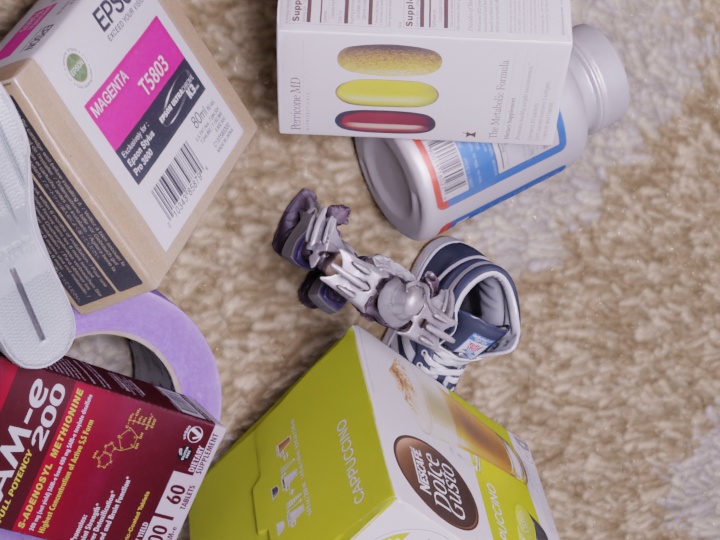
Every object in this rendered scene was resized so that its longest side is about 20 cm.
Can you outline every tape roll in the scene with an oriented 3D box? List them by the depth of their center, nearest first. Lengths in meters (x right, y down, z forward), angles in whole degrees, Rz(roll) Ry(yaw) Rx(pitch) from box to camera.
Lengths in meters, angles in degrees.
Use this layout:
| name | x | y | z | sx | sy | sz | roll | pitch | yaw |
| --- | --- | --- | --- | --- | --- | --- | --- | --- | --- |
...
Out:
| name | x | y | z | sx | sy | sz | roll | pitch | yaw |
| --- | --- | --- | --- | --- | --- | --- | --- | --- | --- |
| tape roll | -0.203 | 0.094 | 1.097 | 0.198 | 0.085 | 0.203 | -11 | 113 | -28 |

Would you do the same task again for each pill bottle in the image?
| name | x | y | z | sx | sy | sz | roll | pitch | yaw |
| --- | --- | --- | --- | --- | --- | --- | --- | --- | --- |
| pill bottle | 0.104 | -0.112 | 1.201 | 0.198 | 0.112 | 0.113 | -26 | 111 | -19 |

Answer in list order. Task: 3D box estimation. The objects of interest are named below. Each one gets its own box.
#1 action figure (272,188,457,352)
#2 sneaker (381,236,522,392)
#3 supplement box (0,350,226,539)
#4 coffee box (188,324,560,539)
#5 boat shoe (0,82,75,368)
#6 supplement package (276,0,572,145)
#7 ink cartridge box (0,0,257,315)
| name | x | y | z | sx | sy | sz | roll | pitch | yaw |
| --- | --- | --- | --- | --- | --- | --- | --- | --- | --- |
| action figure | 0.000 | 0.000 | 1.124 | 0.130 | 0.200 | 0.070 | 44 | 81 | -26 |
| sneaker | 0.061 | 0.078 | 1.221 | 0.069 | 0.108 | 0.202 | 17 | 93 | -26 |
| supplement box | -0.198 | 0.114 | 1.019 | 0.199 | 0.061 | 0.110 | 22 | 95 | -34 |
| coffee box | 0.011 | 0.205 | 1.139 | 0.197 | 0.200 | 0.200 | 36 | 110 | -27 |
| boat shoe | -0.230 | -0.035 | 0.929 | 0.073 | 0.067 | 0.202 | -23 | 115 | -28 |
| supplement package | 0.042 | -0.167 | 1.099 | 0.197 | 0.114 | 0.111 | 2 | 56 | 0 |
| ink cartridge box | -0.166 | -0.099 | 1.035 | 0.166 | 0.074 | 0.201 | 58 | 33 | -25 |
